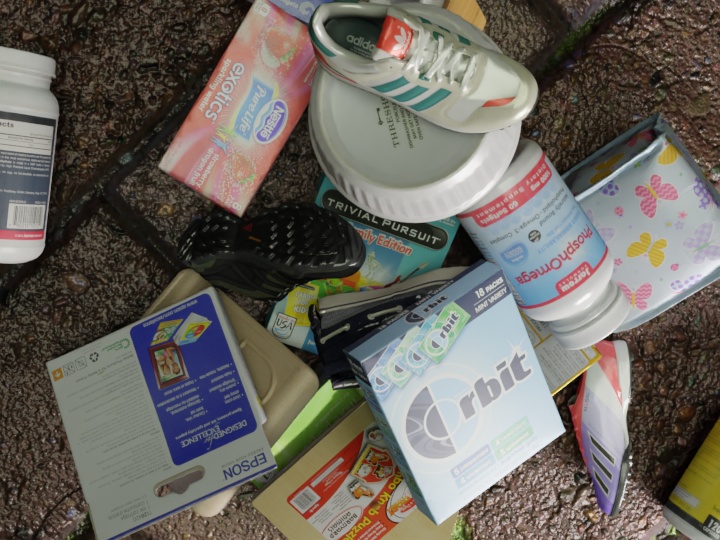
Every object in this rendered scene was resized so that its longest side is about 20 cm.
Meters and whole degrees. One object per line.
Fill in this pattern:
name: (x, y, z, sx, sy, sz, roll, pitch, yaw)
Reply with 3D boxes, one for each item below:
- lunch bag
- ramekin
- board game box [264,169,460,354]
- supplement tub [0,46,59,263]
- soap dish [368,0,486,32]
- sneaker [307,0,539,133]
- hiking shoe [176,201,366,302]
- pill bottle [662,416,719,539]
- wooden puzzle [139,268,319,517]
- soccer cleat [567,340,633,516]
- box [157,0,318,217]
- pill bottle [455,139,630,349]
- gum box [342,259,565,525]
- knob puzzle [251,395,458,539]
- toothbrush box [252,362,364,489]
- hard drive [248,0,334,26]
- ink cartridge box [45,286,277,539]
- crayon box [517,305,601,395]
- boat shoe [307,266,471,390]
lunch bag: (0.287, -0.044, 1.093, 0.199, 0.127, 0.170, -37, 100, 23)
ramekin: (0.045, -0.146, 0.905, 0.200, 0.094, 0.205, 0, 89, 8)
board game box: (0.000, 0.000, 1.069, 0.150, 0.047, 0.201, 19, 110, -9)
supplement tub: (-0.372, -0.115, 0.985, 0.139, 0.140, 0.202, 7, 95, -9)
soap dish: (0.038, -0.199, 1.034, 0.081, 0.157, 0.201, 25, 92, -26)
sneaker: (0.046, -0.167, 0.811, 0.198, 0.093, 0.071, 22, 92, 9)
hiking shoe: (-0.078, -0.013, 1.001, 0.198, 0.101, 0.076, 3, 62, 24)
pill bottle: (0.442, 0.227, 1.149, 0.111, 0.112, 0.201, 32, 91, -10)
wooden puzzle: (-0.167, 0.127, 1.062, 0.200, 0.046, 0.186, 38, 86, 18)
soccer cleat: (0.271, 0.179, 1.149, 0.072, 0.068, 0.202, 0, 95, 7)
box: (-0.115, -0.165, 1.039, 0.102, 0.095, 0.201, 32, 91, -10)
pill bottle: (0.183, -0.023, 1.009, 0.108, 0.109, 0.201, -38, 103, -3)
gum box: (0.097, 0.119, 0.984, 0.169, 0.044, 0.201, -31, 113, -17)
knob puzzle: (0.016, 0.237, 1.042, 0.217, 0.030, 0.222, -3, 108, -10)
toothbrush box: (-0.015, 0.221, 1.098, 0.146, 0.086, 0.200, -43, 101, -2)
hard drive: (-0.063, -0.370, 1.055, 0.131, 0.025, 0.202, 23, 89, -10)
ink cartridge box: (-0.200, 0.146, 1.018, 0.196, 0.047, 0.201, -24, 73, 3)
crayon box: (0.143, 0.106, 1.095, 0.199, 0.052, 0.126, -35, 78, -10)
boat shoe: (0.048, 0.063, 1.011, 0.198, 0.075, 0.093, -14, 53, 7)
